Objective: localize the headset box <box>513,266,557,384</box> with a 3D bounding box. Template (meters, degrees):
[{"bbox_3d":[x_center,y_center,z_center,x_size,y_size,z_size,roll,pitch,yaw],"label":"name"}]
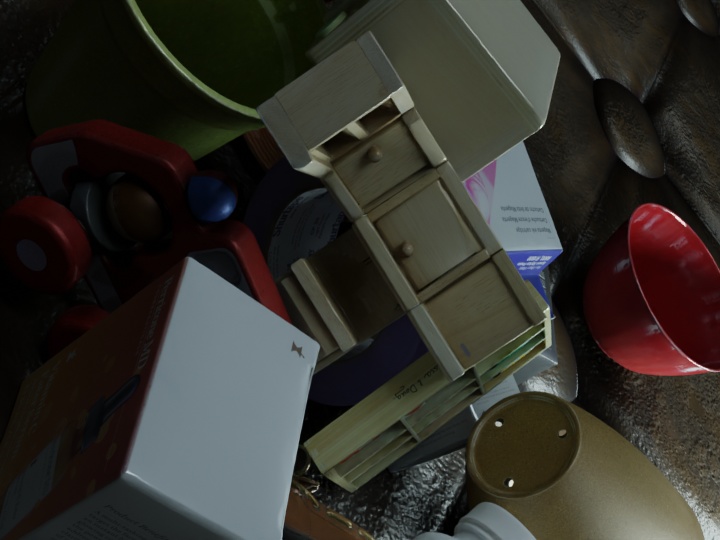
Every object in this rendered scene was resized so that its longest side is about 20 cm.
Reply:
[{"bbox_3d":[0.111,0.010,1.163,0.148,0.075,0.202,28,47,-34],"label":"headset box"}]

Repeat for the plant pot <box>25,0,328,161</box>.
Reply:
[{"bbox_3d":[-0.150,-0.154,0.901,0.199,0.184,0.202,27,47,-33],"label":"plant pot"}]

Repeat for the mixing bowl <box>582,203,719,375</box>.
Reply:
[{"bbox_3d":[0.319,0.037,1.344,0.199,0.108,0.202,26,49,-34],"label":"mixing bowl"}]

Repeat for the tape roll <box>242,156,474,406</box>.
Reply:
[{"bbox_3d":[0.000,0.000,0.950,0.085,0.199,0.202,-6,70,-49],"label":"tape roll"}]

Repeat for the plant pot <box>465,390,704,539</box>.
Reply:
[{"bbox_3d":[0.162,0.190,0.957,0.201,0.184,0.188,56,31,-43],"label":"plant pot"}]

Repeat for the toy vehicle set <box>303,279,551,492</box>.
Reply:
[{"bbox_3d":[0.055,0.091,0.901,0.027,0.199,0.124,53,-1,19],"label":"toy vehicle set"}]

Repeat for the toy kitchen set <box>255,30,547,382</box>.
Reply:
[{"bbox_3d":[-0.001,-0.008,0.762,0.201,0.162,0.180,57,5,2],"label":"toy kitchen set"}]

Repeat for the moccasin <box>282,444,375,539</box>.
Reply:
[{"bbox_3d":[-0.057,0.175,0.873,0.201,0.073,0.078,35,38,-24],"label":"moccasin"}]

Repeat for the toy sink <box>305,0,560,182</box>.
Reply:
[{"bbox_3d":[0.040,-0.178,0.887,0.200,0.112,0.131,48,31,-16],"label":"toy sink"}]

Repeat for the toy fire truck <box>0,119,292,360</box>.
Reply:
[{"bbox_3d":[-0.136,-0.009,0.812,0.112,0.166,0.202,-51,127,-51],"label":"toy fire truck"}]

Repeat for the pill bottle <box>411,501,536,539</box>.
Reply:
[{"bbox_3d":[0.040,0.255,0.835,0.199,0.109,0.109,-37,94,-23],"label":"pill bottle"}]

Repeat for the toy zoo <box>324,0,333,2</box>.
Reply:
[{"bbox_3d":[-0.060,-0.275,1.082,0.131,0.198,0.021,32,54,-66],"label":"toy zoo"}]

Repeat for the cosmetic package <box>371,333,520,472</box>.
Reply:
[{"bbox_3d":[0.048,0.057,1.036,0.081,0.112,0.202,-4,70,-50],"label":"cosmetic package"}]

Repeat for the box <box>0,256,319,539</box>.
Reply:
[{"bbox_3d":[-0.135,0.114,0.726,0.106,0.199,0.153,35,43,-26],"label":"box"}]

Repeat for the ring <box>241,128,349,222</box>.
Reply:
[{"bbox_3d":[-0.047,-0.134,1.134,0.199,0.019,0.202,28,48,-35],"label":"ring"}]

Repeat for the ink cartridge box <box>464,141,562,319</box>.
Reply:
[{"bbox_3d":[0.103,-0.051,1.044,0.195,0.043,0.202,-4,71,-54],"label":"ink cartridge box"}]
